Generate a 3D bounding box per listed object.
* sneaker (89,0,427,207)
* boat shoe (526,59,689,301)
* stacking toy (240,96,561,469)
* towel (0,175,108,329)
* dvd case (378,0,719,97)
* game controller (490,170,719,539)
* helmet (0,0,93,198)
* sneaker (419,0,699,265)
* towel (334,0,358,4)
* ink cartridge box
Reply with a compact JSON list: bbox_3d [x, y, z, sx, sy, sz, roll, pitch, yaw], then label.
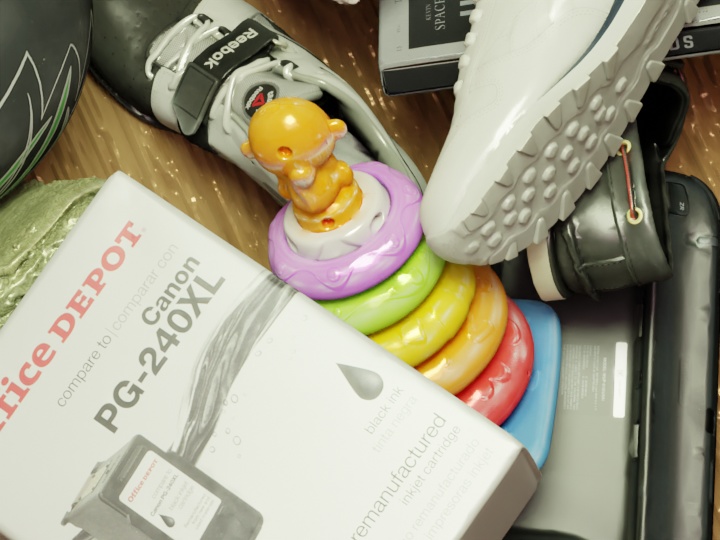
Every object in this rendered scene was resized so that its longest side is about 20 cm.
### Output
[{"bbox_3d":[-0.046,-0.080,1.299,0.200,0.089,0.074,36,81,8],"label":"sneaker"},{"bbox_3d":[0.116,-0.074,1.283,0.063,0.074,0.202,-6,51,19],"label":"boat shoe"},{"bbox_3d":[0.000,0.000,1.213,0.116,0.200,0.110,-12,43,19],"label":"stacking toy"},{"bbox_3d":[-0.191,0.033,1.240,0.200,0.148,0.037,-46,110,-19],"label":"towel"},{"bbox_3d":[0.107,-0.146,1.283,0.199,0.025,0.151,-7,47,8],"label":"dvd case"},{"bbox_3d":[0.107,0.050,1.302,0.104,0.042,0.201,1,77,14],"label":"game controller"},{"bbox_3d":[-0.214,-0.102,1.246,0.191,0.200,0.200,43,80,4],"label":"helmet"},{"bbox_3d":[0.076,-0.093,1.198,0.080,0.076,0.200,30,78,21],"label":"sneaker"},{"bbox_3d":[0.001,-0.220,1.298,0.191,0.032,0.200,-45,42,-10],"label":"towel"},{"bbox_3d":[-0.053,0.078,1.136,0.200,0.083,0.145,33,84,15],"label":"ink cartridge box"}]
